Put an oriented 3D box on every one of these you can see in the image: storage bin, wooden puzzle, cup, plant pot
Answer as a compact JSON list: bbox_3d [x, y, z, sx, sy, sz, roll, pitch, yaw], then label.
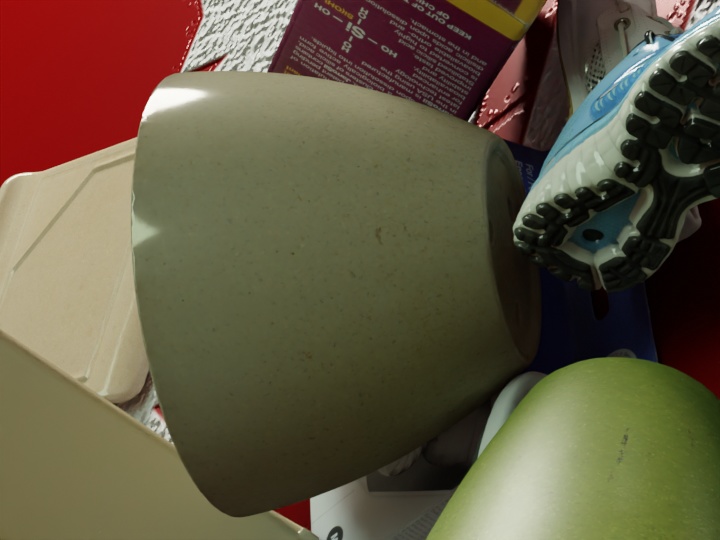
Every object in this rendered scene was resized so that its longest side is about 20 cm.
[{"bbox_3d":[-0.148,0.105,1.238,0.094,0.199,0.198,-58,17,-7],"label":"storage bin"},{"bbox_3d":[-0.176,0.009,1.551,0.199,0.037,0.186,-10,56,46],"label":"wooden puzzle"},{"bbox_3d":[0.000,0.000,1.110,0.142,0.201,0.201,-9,52,16],"label":"cup"},{"bbox_3d":[0.093,0.134,0.957,0.187,0.187,0.201,-33,27,36],"label":"plant pot"}]

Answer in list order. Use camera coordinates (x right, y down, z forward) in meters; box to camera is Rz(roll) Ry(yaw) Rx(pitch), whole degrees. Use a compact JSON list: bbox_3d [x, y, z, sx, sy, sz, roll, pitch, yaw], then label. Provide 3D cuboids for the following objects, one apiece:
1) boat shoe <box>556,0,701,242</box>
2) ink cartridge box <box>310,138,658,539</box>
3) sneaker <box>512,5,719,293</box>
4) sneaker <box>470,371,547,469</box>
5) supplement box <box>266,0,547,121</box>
[{"bbox_3d":[0.134,-0.081,1.158,0.069,0.071,0.201,-21,45,27],"label":"boat shoe"},{"bbox_3d":[0.050,0.035,1.201,0.200,0.040,0.201,-38,38,31],"label":"ink cartridge box"},{"bbox_3d":[0.132,-0.075,1.018,0.200,0.078,0.090,-37,30,45],"label":"sneaker"},{"bbox_3d":[0.041,0.144,1.083,0.099,0.070,0.202,-10,68,47],"label":"sneaker"},{"bbox_3d":[0.040,-0.148,1.211,0.131,0.103,0.200,-60,1,-25],"label":"supplement box"}]
